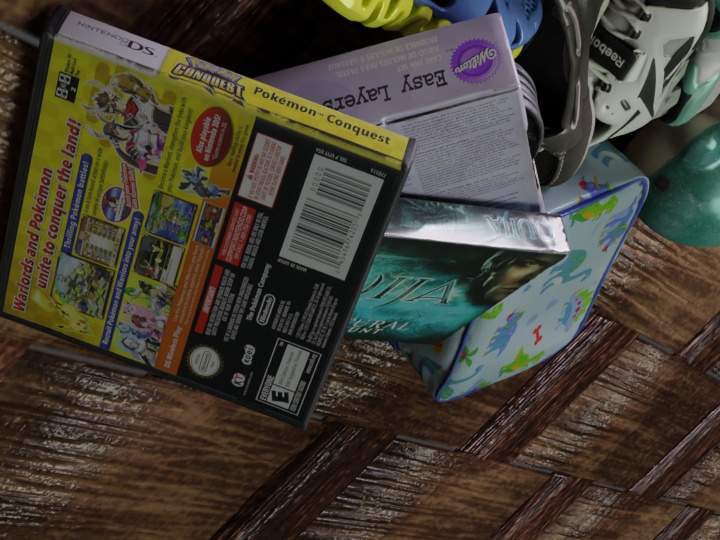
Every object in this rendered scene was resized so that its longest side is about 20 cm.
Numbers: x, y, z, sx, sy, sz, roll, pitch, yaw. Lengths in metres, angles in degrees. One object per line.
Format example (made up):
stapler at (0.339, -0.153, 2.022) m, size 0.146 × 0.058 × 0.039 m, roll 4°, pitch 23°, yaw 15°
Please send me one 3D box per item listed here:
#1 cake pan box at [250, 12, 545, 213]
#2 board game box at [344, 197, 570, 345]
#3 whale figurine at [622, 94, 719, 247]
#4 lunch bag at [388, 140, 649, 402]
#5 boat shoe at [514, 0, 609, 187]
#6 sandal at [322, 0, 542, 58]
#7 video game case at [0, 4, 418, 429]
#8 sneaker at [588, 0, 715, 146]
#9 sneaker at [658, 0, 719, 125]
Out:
cake pan box at (0.003, -0.055, 0.956) m, size 0.199 × 0.053 × 0.184 m, roll -15°, pitch 159°, yaw 6°
board game box at (0.000, 0.000, 0.983) m, size 0.199 × 0.028 × 0.135 m, roll 4°, pitch 153°, yaw -34°
whale figurine at (0.284, -0.091, 1.273) m, size 0.200 × 0.104 × 0.159 m, roll -37°, pitch 167°, yaw 32°
lunch bag at (0.111, -0.006, 1.239) m, size 0.160 × 0.083 × 0.201 m, roll -22°, pitch 148°, yaw -32°
boat shoe at (0.109, -0.121, 1.069) m, size 0.057 × 0.067 × 0.201 m, roll -39°, pitch 150°, yaw -33°
sandal at (0.044, -0.163, 0.914) m, size 0.087 × 0.079 × 0.200 m, roll -54°, pitch 153°, yaw 18°
video game case at (-0.084, -0.019, 0.875) m, size 0.026 × 0.180 × 0.200 m, roll -72°, pitch -178°, yaw -46°
sneaker at (0.164, -0.141, 1.107) m, size 0.088 × 0.074 × 0.200 m, roll -34°, pitch 153°, yaw -18°
sneaker at (0.259, -0.193, 1.164) m, size 0.140 × 0.078 × 0.200 m, roll -32°, pitch 162°, yaw -21°
